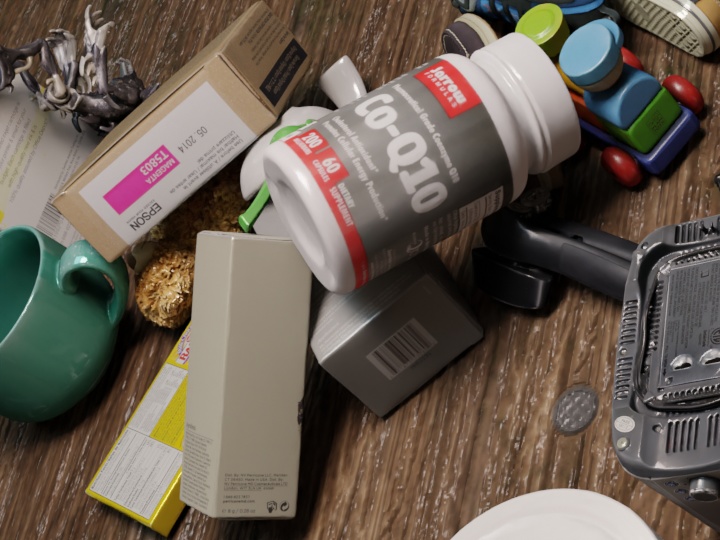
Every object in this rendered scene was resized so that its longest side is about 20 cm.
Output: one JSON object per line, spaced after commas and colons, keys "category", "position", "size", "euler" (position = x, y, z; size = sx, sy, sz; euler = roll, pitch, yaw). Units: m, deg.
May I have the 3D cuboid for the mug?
{"category": "mug", "position": [-0.271, 0.054, 1.474], "size": [0.184, 0.114, 0.153], "euler": [4, 64, 50]}

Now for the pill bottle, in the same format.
{"category": "pill bottle", "position": [0.043, -0.078, 1.183], "size": [0.199, 0.114, 0.114], "euler": [-29, 37, -12]}

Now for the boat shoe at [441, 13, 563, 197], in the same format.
{"category": "boat shoe", "position": [0.093, -0.125, 1.319], "size": [0.064, 0.072, 0.201], "euler": [-21, 47, -3]}

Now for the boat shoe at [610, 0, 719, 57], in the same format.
{"category": "boat shoe", "position": [0.216, -0.227, 1.298], "size": [0.062, 0.075, 0.200], "euler": [-43, 43, -3]}

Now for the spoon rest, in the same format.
{"category": "spoon rest", "position": [-0.037, -0.111, 1.400], "size": [0.099, 0.061, 0.200], "euler": [-40, 8, 33]}

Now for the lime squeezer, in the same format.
{"category": "lime squeezer", "position": [-0.021, -0.087, 1.282], "size": [0.199, 0.038, 0.071], "euler": [-20, 42, -33]}

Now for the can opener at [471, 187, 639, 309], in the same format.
{"category": "can opener", "position": [0.157, -0.008, 1.192], "size": [0.063, 0.079, 0.199], "euler": [-24, 27, -37]}

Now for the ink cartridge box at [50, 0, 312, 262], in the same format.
{"category": "ink cartridge box", "position": [-0.144, -0.117, 1.422], "size": [0.200, 0.075, 0.165], "euler": [-37, 14, 22]}

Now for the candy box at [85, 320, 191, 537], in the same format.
{"category": "candy box", "position": [-0.136, 0.109, 1.382], "size": [0.102, 0.026, 0.201], "euler": [14, 68, 52]}

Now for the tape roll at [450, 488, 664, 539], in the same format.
{"category": "tape roll", "position": [0.112, 0.233, 1.015], "size": [0.201, 0.071, 0.204], "euler": [-25, 45, 27]}

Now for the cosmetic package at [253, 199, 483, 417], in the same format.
{"category": "cosmetic package", "position": [0.000, 0.000, 1.301], "size": [0.107, 0.090, 0.201], "euler": [-39, 37, 11]}

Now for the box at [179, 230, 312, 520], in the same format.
{"category": "box", "position": [-0.083, 0.074, 1.246], "size": [0.082, 0.068, 0.202], "euler": [-170, 84, -65]}

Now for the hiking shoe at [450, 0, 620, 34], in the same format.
{"category": "hiking shoe", "position": [0.130, -0.208, 1.348], "size": [0.074, 0.087, 0.200], "euler": [-35, 9, -11]}

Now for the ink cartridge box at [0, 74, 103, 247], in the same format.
{"category": "ink cartridge box", "position": [-0.321, -0.092, 1.574], "size": [0.083, 0.200, 0.146], "euler": [-13, 50, 48]}

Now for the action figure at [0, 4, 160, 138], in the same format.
{"category": "action figure", "position": [-0.252, -0.177, 1.524], "size": [0.118, 0.199, 0.103], "euler": [-18, 67, 50]}

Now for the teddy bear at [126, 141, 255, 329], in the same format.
{"category": "teddy bear", "position": [-0.135, -0.048, 1.468], "size": [0.200, 0.067, 0.145], "euler": [-50, 28, -2]}

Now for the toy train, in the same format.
{"category": "toy train", "position": [0.150, -0.150, 1.259], "size": [0.085, 0.116, 0.200], "euler": [-48, 39, -1]}

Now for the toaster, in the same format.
{"category": "toaster", "position": [0.223, 0.058, 1.008], "size": [0.113, 0.129, 0.201], "euler": [-14, 51, 34]}
